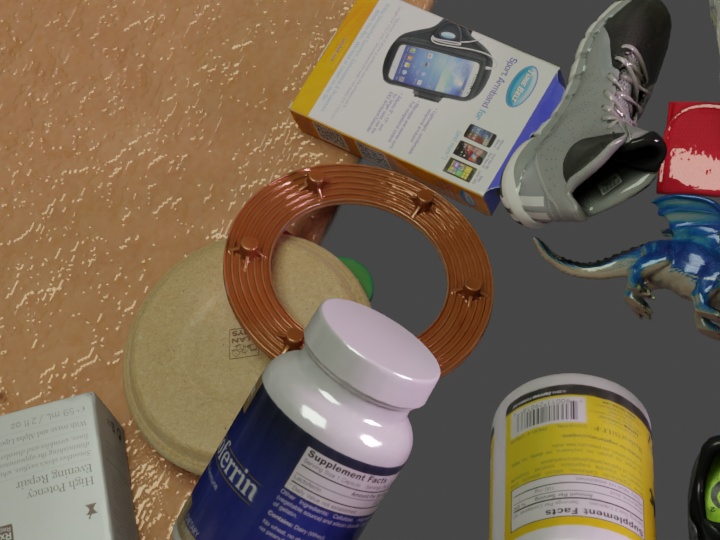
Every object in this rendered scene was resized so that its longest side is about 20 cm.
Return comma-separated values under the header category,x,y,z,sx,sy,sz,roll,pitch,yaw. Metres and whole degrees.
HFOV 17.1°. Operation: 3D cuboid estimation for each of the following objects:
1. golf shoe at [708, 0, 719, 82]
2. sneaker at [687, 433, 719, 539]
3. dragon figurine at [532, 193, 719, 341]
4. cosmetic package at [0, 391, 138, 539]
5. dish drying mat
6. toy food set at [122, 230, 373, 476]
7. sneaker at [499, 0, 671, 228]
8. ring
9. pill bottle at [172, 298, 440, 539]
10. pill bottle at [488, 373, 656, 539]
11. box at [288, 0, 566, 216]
category,x,y,z,sx,sy,sz,roll,pitch,yaw
golf shoe,0.289,-0.188,1.724,0.078,0.097,0.201,-8,53,10
sneaker,0.245,0.201,1.570,0.070,0.083,0.201,-9,64,11
dragon figurine,0.229,-0.015,1.687,0.199,0.059,0.100,16,70,20
cosmetic package,-0.212,0.199,1.696,0.101,0.074,0.201,-16,62,7
dish drying mat,0.316,-0.085,1.721,0.198,0.018,0.077,4,68,16
toy food set,-0.077,0.060,1.739,0.199,0.049,0.199,-22,62,4
sneaker,0.192,-0.110,1.706,0.115,0.075,0.201,10,64,57
ring,0.000,0.000,1.718,0.199,0.019,0.202,5,53,-7
pill bottle,-0.034,0.127,1.617,0.116,0.115,0.201,39,109,27
pill bottle,0.138,0.175,1.563,0.110,0.112,0.201,-6,45,12
box,0.060,-0.124,1.795,0.199,0.042,0.119,26,75,21
